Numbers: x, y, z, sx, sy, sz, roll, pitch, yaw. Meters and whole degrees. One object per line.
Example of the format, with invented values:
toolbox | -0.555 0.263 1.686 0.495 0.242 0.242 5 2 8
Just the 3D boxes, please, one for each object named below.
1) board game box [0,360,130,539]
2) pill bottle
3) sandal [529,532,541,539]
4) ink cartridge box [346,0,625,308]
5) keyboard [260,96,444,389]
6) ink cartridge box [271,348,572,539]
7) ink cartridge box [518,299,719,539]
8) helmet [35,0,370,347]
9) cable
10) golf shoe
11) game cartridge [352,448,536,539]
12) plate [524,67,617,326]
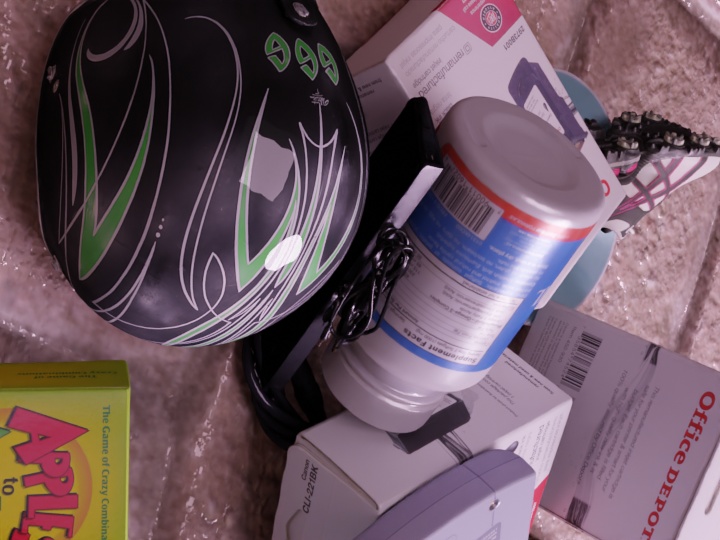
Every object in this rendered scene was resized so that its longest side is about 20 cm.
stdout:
board game box | -0.217 0.101 0.756 0.197 0.048 0.103 0 103 -11
pill bottle | 0.055 0.002 0.927 0.111 0.113 0.201 -3 136 -43
sandal | 0.121 0.235 1.167 0.200 0.057 0.081 21 80 -43
ink cartridge box | 0.080 -0.085 1.032 0.201 0.084 0.145 56 49 -16
keyboard | 0.000 0.000 0.892 0.039 0.201 0.105 21 37 -20
ink cartridge box | 0.040 0.154 1.028 0.199 0.084 0.146 -21 136 -40
ink cartridge box | 0.200 0.127 1.117 0.082 0.199 0.148 24 91 -43
helmet | -0.089 -0.055 0.853 0.198 0.199 0.193 7 73 -44
cable | 0.007 0.057 1.042 0.199 0.050 0.165 20 81 -44
golf shoe | 0.215 -0.076 1.194 0.198 0.077 0.089 -10 122 -41
game cartridge | 0.031 0.200 0.951 0.199 0.040 0.134 -32 145 -30
plate | 0.139 -0.058 1.174 0.199 0.025 0.203 -7 101 -44
